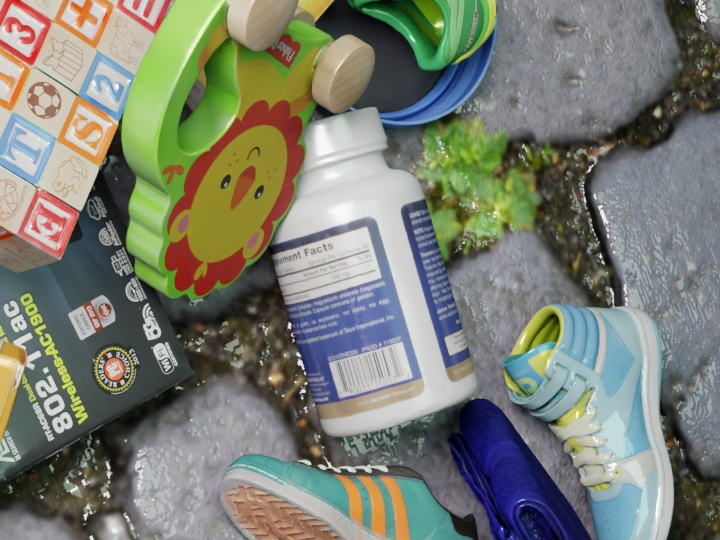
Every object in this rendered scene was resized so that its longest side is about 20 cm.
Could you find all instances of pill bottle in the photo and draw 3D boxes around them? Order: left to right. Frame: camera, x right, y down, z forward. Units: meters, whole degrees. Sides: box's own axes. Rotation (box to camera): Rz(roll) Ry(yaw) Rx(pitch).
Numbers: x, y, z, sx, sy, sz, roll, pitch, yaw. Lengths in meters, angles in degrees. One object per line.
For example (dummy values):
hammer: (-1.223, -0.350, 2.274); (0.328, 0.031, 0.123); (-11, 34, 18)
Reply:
pill bottle: (0.000, 0.000, 1.121); (0.110, 0.111, 0.202); (-17, 92, -35)

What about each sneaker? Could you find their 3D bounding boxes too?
sneaker: (-0.004, 0.161, 1.123); (0.199, 0.071, 0.081); (31, 48, -22)
sneaker: (0.019, -0.223, 1.147); (0.200, 0.074, 0.084); (51, 54, -17)
sneaker: (0.158, 0.118, 1.232); (0.130, 0.079, 0.202); (12, 66, -34)

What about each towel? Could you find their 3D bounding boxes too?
towel: (0.120, 0.178, 1.138); (0.049, 0.200, 0.148); (-34, 106, 4)

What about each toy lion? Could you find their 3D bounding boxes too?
toy lion: (-0.081, -0.077, 0.989); (0.193, 0.068, 0.200); (-60, 157, 0)

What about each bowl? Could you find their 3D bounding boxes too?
bowl: (0.009, -0.198, 1.206); (0.199, 0.039, 0.203); (7, 78, -34)

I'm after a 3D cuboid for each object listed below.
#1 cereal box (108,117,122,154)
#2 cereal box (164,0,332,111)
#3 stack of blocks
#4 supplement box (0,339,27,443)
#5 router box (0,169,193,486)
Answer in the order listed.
cereal box: (-0.162, -0.197, 1.087); (0.143, 0.039, 0.201); (38, 62, -25)
cereal box: (-0.112, -0.215, 1.066); (0.200, 0.039, 0.144); (50, 60, -19)
stack of blocks: (-0.185, -0.116, 0.916); (0.115, 0.058, 0.202); (31, 66, -28)
supplement box: (-0.282, 0.046, 0.901); (0.198, 0.069, 0.067); (19, 91, -9)
router box: (-0.209, 0.010, 1.004); (0.149, 0.062, 0.202); (-30, 99, -33)
